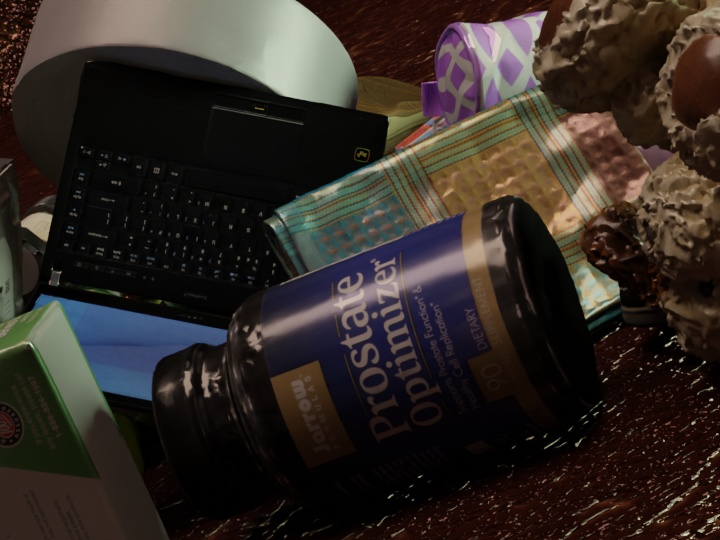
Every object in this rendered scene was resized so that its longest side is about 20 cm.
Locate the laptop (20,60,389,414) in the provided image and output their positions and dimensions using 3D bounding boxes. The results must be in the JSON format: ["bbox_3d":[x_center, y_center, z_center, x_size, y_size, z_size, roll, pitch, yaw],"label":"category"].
[{"bbox_3d":[-0.087,-0.014,1.409,0.176,0.202,0.103,11,-11,2],"label":"laptop"}]

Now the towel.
[{"bbox_3d":[0.066,-0.014,1.383,0.199,0.147,0.022,-27,-25,-11],"label":"towel"}]

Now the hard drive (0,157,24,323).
[{"bbox_3d":[-0.228,0.048,1.529,0.037,0.202,0.140,2,17,8],"label":"hard drive"}]

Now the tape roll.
[{"bbox_3d":[-0.104,-0.097,1.559,0.199,0.200,0.067,-15,49,37],"label":"tape roll"}]

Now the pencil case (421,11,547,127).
[{"bbox_3d":[0.142,-0.115,1.565,0.198,0.085,0.085,-3,5,-16],"label":"pencil case"}]

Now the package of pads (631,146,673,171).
[{"bbox_3d":[0.241,-0.090,1.471,0.199,0.076,0.121,-24,10,5],"label":"package of pads"}]

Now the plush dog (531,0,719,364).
[{"bbox_3d":[0.175,-0.042,1.200,0.159,0.173,0.200,-1,17,-23],"label":"plush dog"}]

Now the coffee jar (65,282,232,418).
[{"bbox_3d":[-0.146,0.044,1.587,0.085,0.104,0.200,-44,5,20],"label":"coffee jar"}]

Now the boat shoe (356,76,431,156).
[{"bbox_3d":[0.012,-0.085,1.718,0.071,0.065,0.200,19,15,25],"label":"boat shoe"}]

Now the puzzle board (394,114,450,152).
[{"bbox_3d":[0.134,-0.089,1.611,0.150,0.018,0.200,24,36,23],"label":"puzzle board"}]

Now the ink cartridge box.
[{"bbox_3d":[-0.213,0.124,1.300,0.199,0.146,0.088,-23,12,8],"label":"ink cartridge box"}]

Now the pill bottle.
[{"bbox_3d":[0.006,0.049,1.270,0.199,0.112,0.112,-22,13,16],"label":"pill bottle"}]

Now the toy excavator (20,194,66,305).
[{"bbox_3d":[-0.241,0.051,1.781,0.193,0.201,0.100,23,21,5],"label":"toy excavator"}]

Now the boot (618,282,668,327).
[{"bbox_3d":[0.188,-0.075,1.325,0.203,0.155,0.073,-30,14,-23],"label":"boot"}]

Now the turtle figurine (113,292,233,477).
[{"bbox_3d":[-0.086,0.057,1.462,0.199,0.065,0.161,19,37,14],"label":"turtle figurine"}]
